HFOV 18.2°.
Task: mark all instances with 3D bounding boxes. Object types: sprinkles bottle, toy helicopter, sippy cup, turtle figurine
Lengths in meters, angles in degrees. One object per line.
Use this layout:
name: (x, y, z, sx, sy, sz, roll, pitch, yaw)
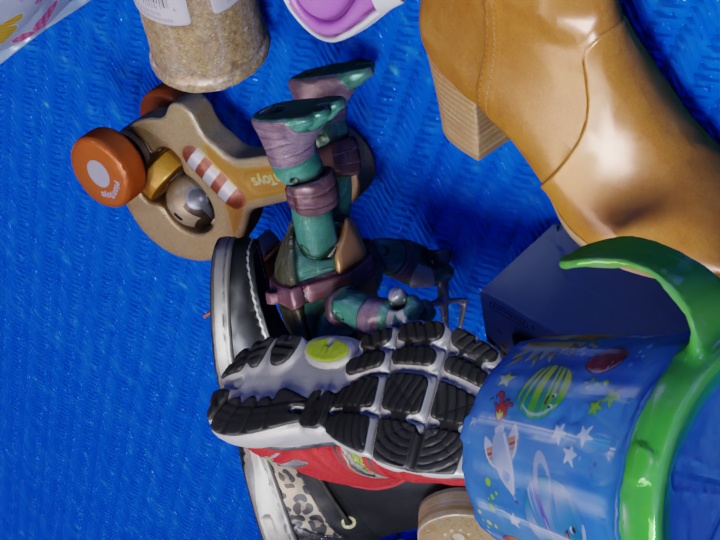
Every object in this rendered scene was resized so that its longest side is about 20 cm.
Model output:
sprinkles bottle: (-0.096, -0.184, 1.142, 0.068, 0.068, 0.200, 31, 149, 34)
toy helicopter: (-0.065, -0.043, 1.287, 0.200, 0.079, 0.132, -6, 115, 46)
sippy cup: (0.119, 0.083, 0.966, 0.130, 0.178, 0.140, 10, 170, 45)
turtle figurine: (0.000, 0.000, 1.156, 0.150, 0.101, 0.200, -96, -10, -71)

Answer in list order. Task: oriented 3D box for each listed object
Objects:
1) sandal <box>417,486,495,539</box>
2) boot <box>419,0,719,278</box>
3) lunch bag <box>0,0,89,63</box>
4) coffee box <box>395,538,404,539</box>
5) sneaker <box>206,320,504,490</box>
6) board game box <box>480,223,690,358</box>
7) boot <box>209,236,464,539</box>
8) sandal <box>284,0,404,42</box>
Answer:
sandal: (0.100, 0.208, 1.279, 0.078, 0.070, 0.212, -24, 129, 30)
boot: (0.102, -0.085, 0.959, 0.201, 0.071, 0.144, 30, 145, 30)
lunch bag: (-0.221, -0.221, 1.232, 0.170, 0.127, 0.200, 49, 165, 7)
coffee box: (-0.009, 0.325, 1.553, 0.200, 0.198, 0.200, 51, 157, -6)
sneaker: (0.018, 0.073, 1.101, 0.200, 0.077, 0.085, 5, 154, 44)
board game box: (0.143, 0.090, 1.142, 0.147, 0.064, 0.200, 32, 151, 33)
boot: (0.003, 0.066, 1.274, 0.073, 0.154, 0.204, -73, -28, -70)
sandal: (-0.002, -0.154, 1.052, 0.082, 0.050, 0.203, 46, 154, 6)
